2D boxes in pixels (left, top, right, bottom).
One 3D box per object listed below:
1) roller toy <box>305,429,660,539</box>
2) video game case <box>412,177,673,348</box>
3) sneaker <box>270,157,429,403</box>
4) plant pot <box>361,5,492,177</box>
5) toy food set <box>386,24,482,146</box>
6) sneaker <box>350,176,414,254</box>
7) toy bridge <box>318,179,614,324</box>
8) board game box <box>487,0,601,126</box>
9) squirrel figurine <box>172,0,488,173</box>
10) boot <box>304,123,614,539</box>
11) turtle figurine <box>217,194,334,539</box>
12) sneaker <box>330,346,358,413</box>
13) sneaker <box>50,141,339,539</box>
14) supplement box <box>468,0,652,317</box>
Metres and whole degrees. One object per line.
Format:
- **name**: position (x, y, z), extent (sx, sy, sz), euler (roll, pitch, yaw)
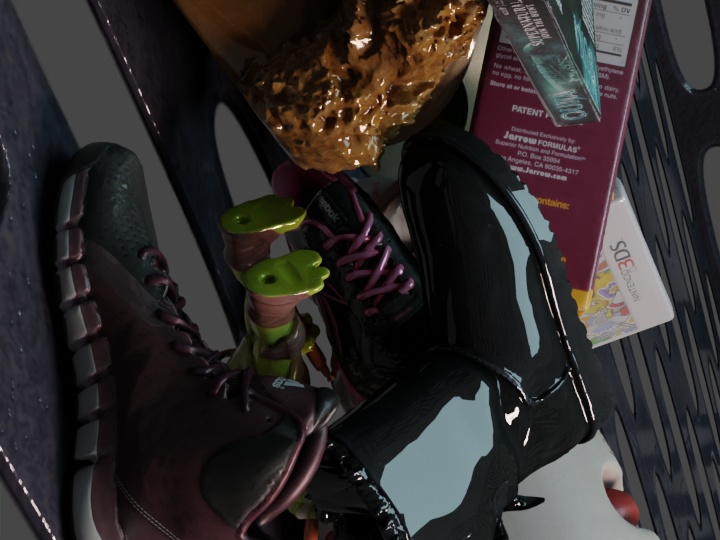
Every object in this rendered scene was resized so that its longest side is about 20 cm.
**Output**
- **roller toy**: position (0.069, 0.151, 1.013), extent (0.199, 0.183, 0.140), euler (-10, 62, -35)
- **video game case**: position (0.098, 0.022, 1.182), extent (0.182, 0.199, 0.023), euler (53, 19, -57)
- **sneaker**: position (0.000, 0.000, 0.981), extent (0.200, 0.079, 0.096), euler (51, -11, 51)
- **plant pot**: position (0.061, -0.173, 1.273), extent (0.200, 0.134, 0.201), euler (-8, 90, -74)
- **toy food set**: position (0.006, -0.168, 1.035), extent (0.049, 0.200, 0.199), euler (-6, 126, -41)
- **sneaker**: position (0.045, -0.009, 1.190), extent (0.200, 0.099, 0.078), euler (42, 39, -65)
- **toy bridge**: position (0.057, -0.035, 1.087), extent (0.067, 0.199, 0.027), euler (65, 5, 10)
- **board game box**: position (0.086, -0.161, 0.857), extent (0.200, 0.028, 0.136), euler (39, 48, -71)
- **squirrel figurine**: position (0.007, -0.155, 0.896), extent (0.200, 0.186, 0.142), euler (54, 1, 38)
- **boot**: position (0.033, 0.051, 0.859), extent (0.162, 0.073, 0.199), euler (-39, 112, -31)
- **turtle figurine**: position (-0.046, 0.045, 0.923), extent (0.200, 0.064, 0.162), euler (-94, -179, -53)
- **sneaker**: position (0.030, 0.076, 1.109), extent (0.200, 0.077, 0.073), euler (62, 36, -75)
- **sneaker**: position (-0.066, 0.037, 0.772), extent (0.076, 0.115, 0.201), euler (20, 62, -71)
- **supplement box**: position (0.106, -0.080, 1.011), extent (0.110, 0.085, 0.201), euler (48, 53, -85)
